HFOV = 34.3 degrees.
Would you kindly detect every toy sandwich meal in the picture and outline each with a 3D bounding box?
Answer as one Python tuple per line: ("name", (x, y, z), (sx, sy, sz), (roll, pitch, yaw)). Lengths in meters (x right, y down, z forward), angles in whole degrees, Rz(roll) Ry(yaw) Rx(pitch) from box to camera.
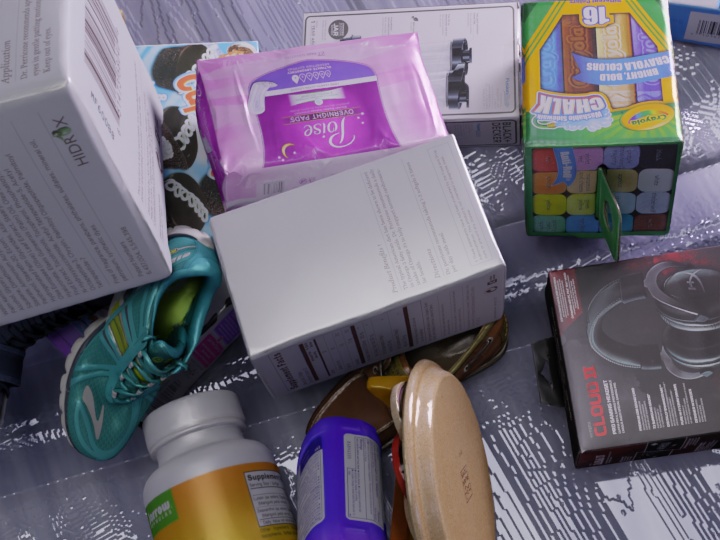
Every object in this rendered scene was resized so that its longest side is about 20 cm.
("toy sandwich meal", (0.048, 0.166, 0.866), (0.069, 0.205, 0.208), (-11, 69, 18))

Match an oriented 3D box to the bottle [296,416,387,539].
("bottle", (-0.014, 0.204, 0.861), (0.064, 0.084, 0.201), (10, 39, -11))

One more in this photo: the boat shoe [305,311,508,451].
("boat shoe", (0.033, 0.085, 0.960), (0.199, 0.068, 0.072), (-38, 70, -6))

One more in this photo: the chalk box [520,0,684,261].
("chalk box", (0.192, -0.106, 0.952), (0.122, 0.125, 0.202), (0, 55, 9))

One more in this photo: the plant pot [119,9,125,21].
("plant pot", (-0.308, -0.172, 1.048), (0.186, 0.201, 0.204), (2, 70, -8))

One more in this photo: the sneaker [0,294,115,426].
("sneaker", (-0.261, 0.057, 0.935), (0.199, 0.077, 0.148), (-1, 71, 9))

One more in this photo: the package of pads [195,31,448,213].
("package of pads", (-0.030, -0.119, 0.950), (0.197, 0.076, 0.122), (-10, 65, -15))

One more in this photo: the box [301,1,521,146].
("box", (0.047, -0.172, 1.054), (0.197, 0.060, 0.118), (-2, 70, 8))

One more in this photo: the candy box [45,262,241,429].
("candy box", (-0.179, 0.007, 1.018), (0.167, 0.072, 0.200), (41, 81, 19))

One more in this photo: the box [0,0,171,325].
("box", (-0.249, -0.103, 0.852), (0.169, 0.201, 0.201), (-15, 48, 3))

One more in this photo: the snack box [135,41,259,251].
("snack box", (-0.139, -0.105, 0.995), (0.114, 0.037, 0.202), (-3, 61, -4))

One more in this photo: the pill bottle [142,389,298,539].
("pill bottle", (-0.107, 0.202, 0.917), (0.110, 0.111, 0.202), (-20, 69, 1))

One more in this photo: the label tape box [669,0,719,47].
("label tape box", (0.311, -0.308, 1.060), (0.141, 0.066, 0.203), (10, 74, 12))

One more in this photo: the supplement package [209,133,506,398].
("supplement package", (0.000, 0.000, 0.899), (0.198, 0.118, 0.118), (-19, 69, -1))

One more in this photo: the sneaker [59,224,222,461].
("sneaker", (-0.168, 0.061, 0.894), (0.202, 0.077, 0.080), (-62, 33, 10))

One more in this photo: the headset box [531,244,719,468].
("headset box", (0.238, 0.069, 0.932), (0.197, 0.077, 0.151), (-8, 70, 4))
